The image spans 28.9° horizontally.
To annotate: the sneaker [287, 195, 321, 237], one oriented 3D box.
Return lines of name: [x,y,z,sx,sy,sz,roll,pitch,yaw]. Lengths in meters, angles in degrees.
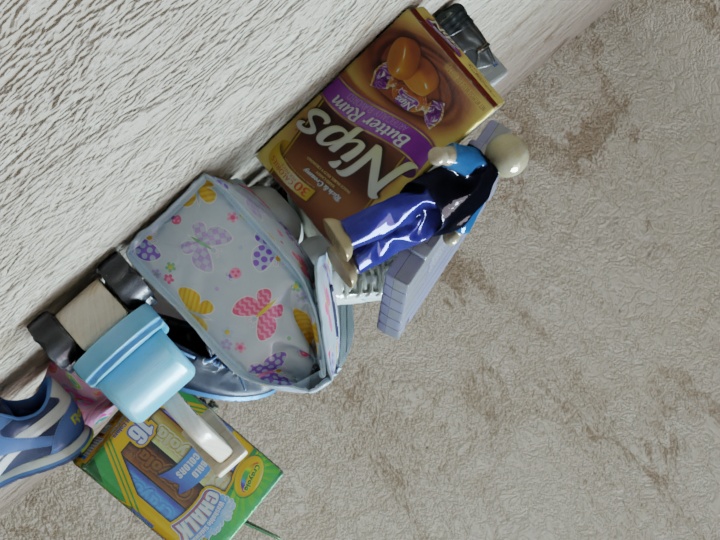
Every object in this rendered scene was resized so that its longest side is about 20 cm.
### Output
sneaker: [-0.022,-0.091,1.452,0.084,0.075,0.200,-29,163,-18]

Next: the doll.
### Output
doll: [0.064,-0.063,1.219,0.200,0.048,0.137,-29,147,-15]

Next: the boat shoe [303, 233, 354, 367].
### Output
boat shoe: [-0.049,0.031,1.539,0.067,0.074,0.200,-14,-134,22]

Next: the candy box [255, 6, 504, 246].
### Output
candy box: [0.016,-0.126,1.256,0.200,0.117,0.056,-42,178,22]

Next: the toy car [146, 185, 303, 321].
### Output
toy car: [-0.118,0.016,1.436,0.175,0.150,0.200,-40,179,-3]

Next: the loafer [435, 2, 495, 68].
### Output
loafer: [0.051,-0.182,1.420,0.200,0.072,0.073,-41,-179,36]

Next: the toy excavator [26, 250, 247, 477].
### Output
toy excavator: [-0.179,0.098,1.208,0.100,0.200,0.194,-40,178,-8]

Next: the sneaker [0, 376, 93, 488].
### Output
sneaker: [-0.363,0.168,1.345,0.200,0.082,0.074,-25,-154,-17]

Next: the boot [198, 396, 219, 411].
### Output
boot: [-0.258,0.143,1.549,0.204,0.154,0.073,-42,178,38]

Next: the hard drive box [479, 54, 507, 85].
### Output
hard drive box: [0.062,-0.185,1.608,0.156,0.077,0.200,-42,179,33]

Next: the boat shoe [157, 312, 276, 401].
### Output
boat shoe: [-0.151,0.076,1.308,0.200,0.084,0.069,10,115,-38]

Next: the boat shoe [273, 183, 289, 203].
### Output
boat shoe: [-0.053,-0.090,1.555,0.064,0.071,0.200,-41,-179,-41]

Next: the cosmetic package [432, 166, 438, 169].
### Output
cosmetic package: [0.051,-0.083,1.406,0.113,0.081,0.200,-61,168,7]

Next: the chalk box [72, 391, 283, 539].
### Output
chalk box: [-0.166,0.210,1.378,0.124,0.200,0.125,-49,-172,-15]

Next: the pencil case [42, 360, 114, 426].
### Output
pencil case: [-0.266,0.103,1.400,0.087,0.087,0.200,-40,-179,-29]

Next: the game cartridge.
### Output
game cartridge: [0.079,-0.041,1.350,0.200,0.038,0.130,-55,164,-24]

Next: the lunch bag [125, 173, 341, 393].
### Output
lunch bag: [-0.087,0.017,1.220,0.127,0.200,0.170,-41,178,4]

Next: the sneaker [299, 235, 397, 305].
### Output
sneaker: [0.000,0.000,1.401,0.080,0.071,0.200,15,-161,36]
